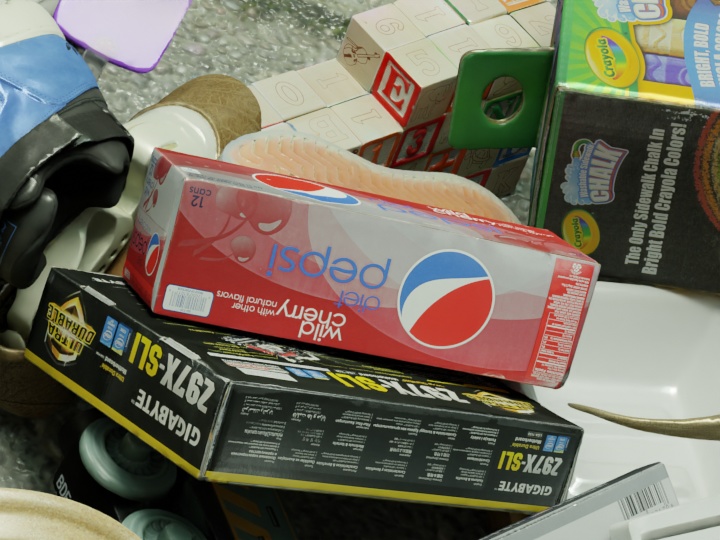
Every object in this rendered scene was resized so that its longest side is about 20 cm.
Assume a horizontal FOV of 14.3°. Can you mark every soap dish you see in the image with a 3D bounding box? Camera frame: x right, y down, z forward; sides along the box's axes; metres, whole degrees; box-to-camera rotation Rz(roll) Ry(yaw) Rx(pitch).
[{"bbox_3d":[0.129,0.098,1.371,0.157,0.081,0.201,4,46,-19],"label":"soap dish"}]

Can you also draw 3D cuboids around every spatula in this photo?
[{"bbox_3d":[-0.139,-0.065,1.335,0.056,0.201,0.021,27,1,-5],"label":"spatula"}]

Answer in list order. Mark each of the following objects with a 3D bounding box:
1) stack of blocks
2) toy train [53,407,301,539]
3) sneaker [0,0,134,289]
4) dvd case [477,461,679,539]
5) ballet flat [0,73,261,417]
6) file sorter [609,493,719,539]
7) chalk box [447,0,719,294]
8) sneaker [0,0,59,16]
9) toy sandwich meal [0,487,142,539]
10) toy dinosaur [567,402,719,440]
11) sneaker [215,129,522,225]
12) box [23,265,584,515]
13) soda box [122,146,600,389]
[{"bbox_3d":[0.008,-0.074,1.469,0.199,0.115,0.059,-21,57,-37],"label":"stack of blocks"},{"bbox_3d":[-0.067,0.142,1.249,0.114,0.085,0.200,7,40,-36],"label":"toy train"},{"bbox_3d":[-0.191,-0.034,1.251,0.199,0.077,0.111,-27,67,-30],"label":"sneaker"},{"bbox_3d":[0.107,0.199,1.226,0.150,0.025,0.201,-19,88,-36],"label":"dvd case"},{"bbox_3d":[-0.114,-0.023,1.337,0.068,0.072,0.200,32,72,20],"label":"ballet flat"},{"bbox_3d":[0.219,0.182,1.218,0.138,0.124,0.201,-10,83,-40],"label":"file sorter"},{"bbox_3d":[0.145,-0.078,1.411,0.199,0.125,0.124,9,45,2],"label":"chalk box"},{"bbox_3d":[-0.178,-0.157,1.487,0.199,0.100,0.075,-22,60,-36],"label":"sneaker"},{"bbox_3d":[-0.166,0.154,1.126,0.204,0.206,0.070,3,28,-20],"label":"toy sandwich meal"},{"bbox_3d":[0.204,0.066,1.312,0.199,0.101,0.059,-7,78,-15],"label":"toy dinosaur"},{"bbox_3d":[-0.006,-0.009,1.386,0.199,0.080,0.072,13,36,-45],"label":"sneaker"},{"bbox_3d":[-0.026,0.054,1.276,0.199,0.050,0.160,9,13,-38],"label":"box"},{"bbox_3d":[0.000,0.000,1.281,0.199,0.064,0.070,12,9,-19],"label":"soda box"}]
